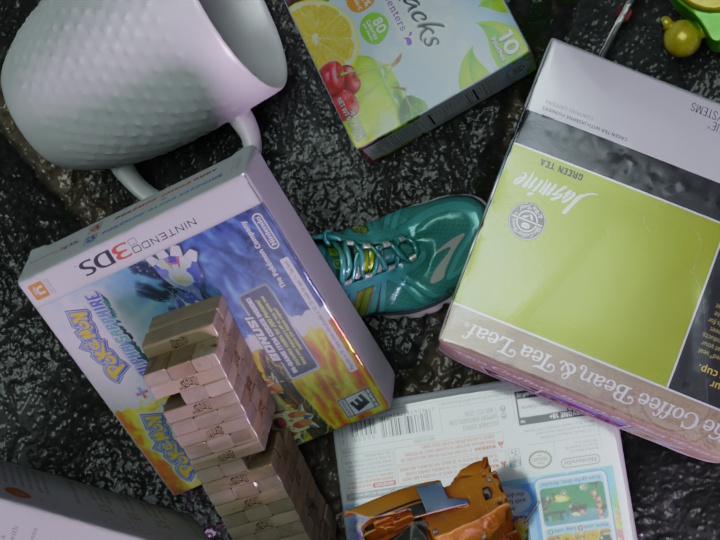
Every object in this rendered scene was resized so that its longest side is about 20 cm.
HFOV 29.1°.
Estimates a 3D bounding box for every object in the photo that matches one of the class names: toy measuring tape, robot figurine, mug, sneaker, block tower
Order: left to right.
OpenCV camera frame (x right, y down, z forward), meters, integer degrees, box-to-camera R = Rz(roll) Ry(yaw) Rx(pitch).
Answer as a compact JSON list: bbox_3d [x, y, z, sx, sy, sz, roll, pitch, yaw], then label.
[{"bbox_3d":[-0.150,-0.132,1.002,0.174,0.148,0.201,-27,106,17],"label":"mug"},{"bbox_3d":[-0.078,0.118,0.920,0.057,0.054,0.202,-17,118,16],"label":"block tower"},{"bbox_3d":[0.000,0.000,0.963,0.198,0.080,0.079,-19,77,11],"label":"sneaker"},{"bbox_3d":[0.008,0.198,0.885,0.198,0.146,0.059,-22,44,1],"label":"robot figurine"},{"bbox_3d":[0.260,-0.233,0.935,0.073,0.074,0.201,35,92,17],"label":"toy measuring tape"}]

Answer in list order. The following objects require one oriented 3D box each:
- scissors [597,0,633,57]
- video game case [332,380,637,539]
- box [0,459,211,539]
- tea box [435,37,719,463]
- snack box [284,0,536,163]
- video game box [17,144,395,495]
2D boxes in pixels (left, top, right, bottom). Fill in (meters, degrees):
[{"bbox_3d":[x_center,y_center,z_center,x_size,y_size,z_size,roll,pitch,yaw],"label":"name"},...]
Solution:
[{"bbox_3d":[0.191,-0.190,0.969,0.014,0.073,0.202,26,113,5],"label":"scissors"},{"bbox_3d":[0.086,0.170,0.944,0.197,0.024,0.185,-10,80,12],"label":"video game case"},{"bbox_3d":[-0.204,0.200,0.908,0.198,0.152,0.108,19,87,-17],"label":"box"},{"bbox_3d":[0.170,-0.005,0.869,0.198,0.134,0.199,22,85,5],"label":"tea box"},{"bbox_3d":[0.021,-0.201,1.001,0.141,0.053,0.202,-28,76,8],"label":"snack box"},{"bbox_3d":[-0.101,0.040,0.933,0.180,0.047,0.201,-23,116,20],"label":"video game box"}]
